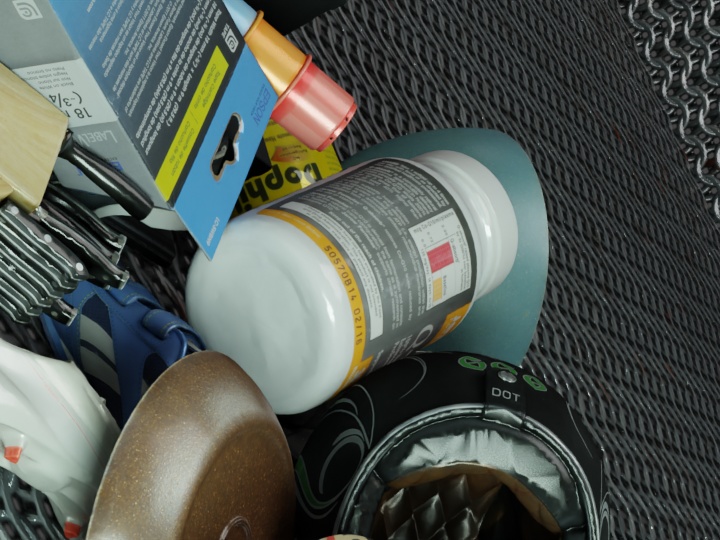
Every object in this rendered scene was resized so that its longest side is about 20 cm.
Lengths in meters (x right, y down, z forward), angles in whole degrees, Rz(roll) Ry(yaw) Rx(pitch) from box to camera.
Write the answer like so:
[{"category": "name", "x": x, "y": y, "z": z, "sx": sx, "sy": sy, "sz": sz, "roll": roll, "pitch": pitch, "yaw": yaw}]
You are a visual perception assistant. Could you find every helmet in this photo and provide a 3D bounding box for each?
[{"category": "helmet", "x": 0.046, "y": 0.145, "z": 1.376, "sx": 0.201, "sy": 0.199, "sz": 0.191, "roll": 62, "pitch": -5, "yaw": -3}]

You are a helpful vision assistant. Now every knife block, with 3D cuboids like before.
[{"category": "knife block", "x": -0.196, "y": -0.068, "z": 1.283, "sx": 0.175, "sy": 0.064, "sz": 0.201, "roll": -7, "pitch": 69, "yaw": -52}]

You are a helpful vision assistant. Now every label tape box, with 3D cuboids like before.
[{"category": "label tape box", "x": -0.130, "y": -0.120, "z": 1.349, "sx": 0.200, "sy": 0.063, "sz": 0.145, "roll": 61, "pitch": 34, "yaw": -35}]

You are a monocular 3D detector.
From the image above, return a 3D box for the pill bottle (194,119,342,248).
[{"category": "pill bottle", "x": -0.050, "y": -0.019, "z": 1.632, "sx": 0.201, "sy": 0.109, "sz": 0.109, "roll": 67, "pitch": 18, "yaw": 14}]

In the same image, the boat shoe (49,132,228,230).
[{"category": "boat shoe", "x": -0.153, "y": -0.064, "z": 1.406, "sx": 0.075, "sy": 0.061, "sz": 0.200, "roll": 33, "pitch": 19, "yaw": 28}]

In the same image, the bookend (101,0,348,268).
[{"category": "bookend", "x": -0.089, "y": -0.142, "z": 1.555, "sx": 0.092, "sy": 0.199, "sz": 0.199, "roll": 34, "pitch": 32, "yaw": -56}]

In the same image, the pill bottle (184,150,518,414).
[{"category": "pill bottle", "x": 0.000, "y": 0.000, "z": 1.445, "sx": 0.200, "sy": 0.116, "sz": 0.117, "roll": -25, "pitch": 88, "yaw": -49}]

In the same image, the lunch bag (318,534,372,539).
[{"category": "lunch bag", "x": -0.044, "y": 0.210, "z": 1.168, "sx": 0.176, "sy": 0.200, "sz": 0.082, "roll": 48, "pitch": 21, "yaw": -30}]

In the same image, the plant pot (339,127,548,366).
[{"category": "plant pot", "x": 0.023, "y": -0.008, "z": 1.746, "sx": 0.134, "sy": 0.200, "sz": 0.201, "roll": 6, "pitch": 50, "yaw": -28}]

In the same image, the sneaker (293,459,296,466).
[{"category": "sneaker", "x": 0.005, "y": 0.197, "z": 1.587, "sx": 0.201, "sy": 0.071, "sz": 0.083, "roll": 62, "pitch": -17, "yaw": 10}]

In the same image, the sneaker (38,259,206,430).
[{"category": "sneaker", "x": -0.121, "y": 0.047, "z": 1.383, "sx": 0.074, "sy": 0.082, "sz": 0.201, "roll": 25, "pitch": 37, "yaw": -61}]

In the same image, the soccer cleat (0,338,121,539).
[{"category": "soccer cleat", "x": -0.144, "y": 0.090, "z": 1.267, "sx": 0.200, "sy": 0.069, "sz": 0.078, "roll": 43, "pitch": 43, "yaw": -40}]

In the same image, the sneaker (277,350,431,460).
[{"category": "sneaker", "x": -0.037, "y": 0.054, "z": 1.523, "sx": 0.200, "sy": 0.104, "sz": 0.060, "roll": 37, "pitch": -1, "yaw": -37}]

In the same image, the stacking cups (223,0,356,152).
[{"category": "stacking cups", "x": -0.086, "y": -0.148, "z": 1.453, "sx": 0.200, "sy": 0.061, "sz": 0.061, "roll": 36, "pitch": 24, "yaw": -12}]

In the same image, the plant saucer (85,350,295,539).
[{"category": "plant saucer", "x": -0.079, "y": 0.142, "z": 1.261, "sx": 0.200, "sy": 0.036, "sz": 0.202, "roll": 9, "pitch": 90, "yaw": -68}]
